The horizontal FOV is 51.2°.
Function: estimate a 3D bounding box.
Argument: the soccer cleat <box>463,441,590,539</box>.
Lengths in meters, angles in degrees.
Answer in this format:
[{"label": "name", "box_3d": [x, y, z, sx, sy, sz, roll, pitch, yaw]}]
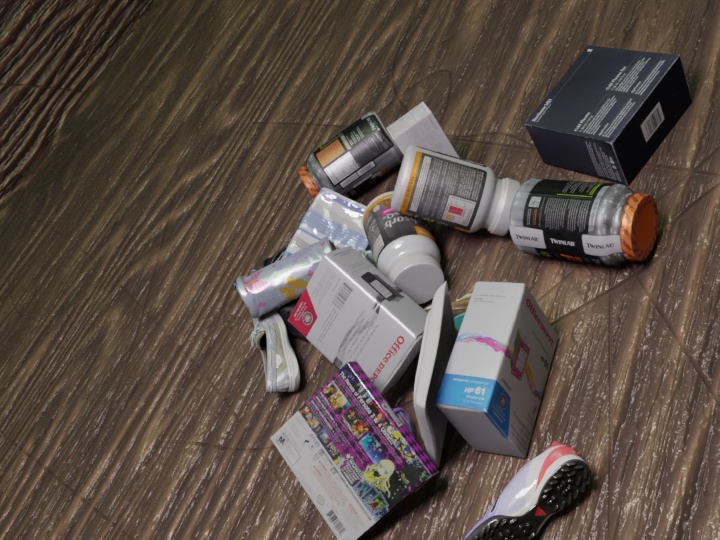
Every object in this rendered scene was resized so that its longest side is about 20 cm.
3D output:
[{"label": "soccer cleat", "box_3d": [0.207, 0.303, 0.972, 0.200, 0.068, 0.073, -43, 16, 3]}]

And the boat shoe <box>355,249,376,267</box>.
[{"label": "boat shoe", "box_3d": [-0.001, 0.000, 1.343, 0.069, 0.072, 0.201, -5, 25, 18]}]

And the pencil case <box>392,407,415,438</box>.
[{"label": "pencil case", "box_3d": [-0.007, 0.271, 1.152, 0.199, 0.086, 0.084, -18, 8, 25]}]

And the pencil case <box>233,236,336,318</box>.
[{"label": "pencil case", "box_3d": [-0.129, 0.013, 1.383, 0.199, 0.084, 0.091, -24, 29, 0]}]

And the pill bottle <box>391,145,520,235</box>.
[{"label": "pill bottle", "box_3d": [0.160, -0.131, 1.270, 0.198, 0.117, 0.117, 16, 57, 0]}]

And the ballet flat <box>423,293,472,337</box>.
[{"label": "ballet flat", "box_3d": [0.146, 0.075, 1.221, 0.199, 0.068, 0.072, -22, 24, 23]}]

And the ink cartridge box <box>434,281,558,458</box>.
[{"label": "ink cartridge box", "box_3d": [0.196, 0.136, 1.055, 0.084, 0.145, 0.201, -1, 54, 37]}]

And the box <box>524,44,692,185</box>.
[{"label": "box", "box_3d": [0.419, -0.268, 1.274, 0.200, 0.104, 0.182, -50, 42, -11]}]

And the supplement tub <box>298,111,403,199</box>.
[{"label": "supplement tub", "box_3d": [-0.021, -0.224, 1.556, 0.199, 0.123, 0.123, -33, 41, 9]}]

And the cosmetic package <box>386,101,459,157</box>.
[{"label": "cosmetic package", "box_3d": [0.133, -0.201, 1.363, 0.082, 0.200, 0.051, -33, 38, 9]}]

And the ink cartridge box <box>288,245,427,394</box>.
[{"label": "ink cartridge box", "box_3d": [0.003, 0.083, 1.197, 0.200, 0.083, 0.146, 42, 119, 17]}]

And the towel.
[{"label": "towel", "box_3d": [-0.056, -0.056, 1.460, 0.146, 0.024, 0.201, 26, 70, 8]}]

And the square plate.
[{"label": "square plate", "box_3d": [0.108, 0.150, 1.075, 0.028, 0.199, 0.201, 3, 54, 15]}]

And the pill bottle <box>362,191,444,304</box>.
[{"label": "pill bottle", "box_3d": [0.076, -0.040, 1.330, 0.116, 0.116, 0.201, -31, 41, 11]}]

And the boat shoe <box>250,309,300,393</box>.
[{"label": "boat shoe", "box_3d": [-0.166, 0.141, 1.376, 0.064, 0.075, 0.203, -6, 45, -23]}]

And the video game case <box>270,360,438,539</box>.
[{"label": "video game case", "box_3d": [-0.014, 0.265, 1.086, 0.181, 0.036, 0.200, -46, 69, 18]}]

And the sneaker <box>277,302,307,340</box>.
[{"label": "sneaker", "box_3d": [-0.062, 0.081, 1.380, 0.199, 0.074, 0.082, 2, 39, 33]}]

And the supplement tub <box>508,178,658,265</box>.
[{"label": "supplement tub", "box_3d": [0.339, -0.075, 1.149, 0.199, 0.123, 0.123, 11, 62, 44]}]

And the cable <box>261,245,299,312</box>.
[{"label": "cable", "box_3d": [-0.153, 0.021, 1.506, 0.162, 0.051, 0.201, 3, 58, 37]}]
